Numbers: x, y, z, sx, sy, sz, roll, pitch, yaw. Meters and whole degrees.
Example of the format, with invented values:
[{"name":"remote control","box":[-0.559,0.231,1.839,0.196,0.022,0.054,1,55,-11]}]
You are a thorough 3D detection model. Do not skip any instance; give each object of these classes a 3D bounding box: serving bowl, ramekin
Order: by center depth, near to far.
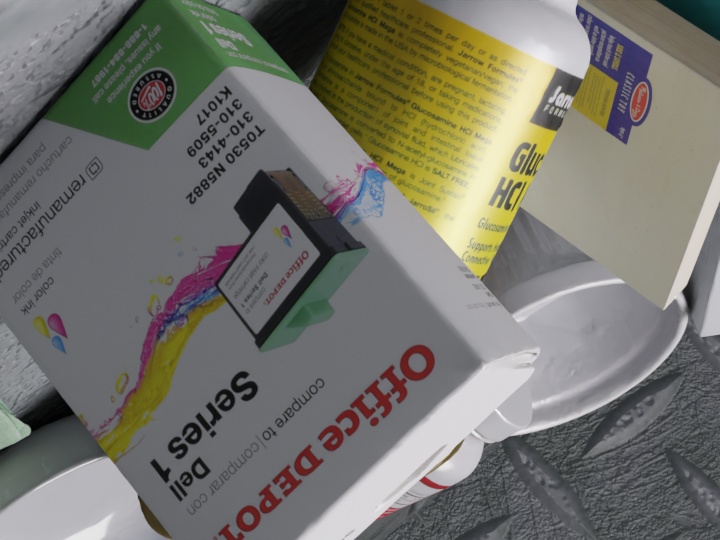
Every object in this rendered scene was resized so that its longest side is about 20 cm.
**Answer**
[{"name":"serving bowl","box":[-0.178,0.151,0.881,0.200,0.066,0.200,-24,146,-18]},{"name":"ramekin","box":[0.132,0.027,1.046,0.199,0.105,0.200,-15,147,-10]}]

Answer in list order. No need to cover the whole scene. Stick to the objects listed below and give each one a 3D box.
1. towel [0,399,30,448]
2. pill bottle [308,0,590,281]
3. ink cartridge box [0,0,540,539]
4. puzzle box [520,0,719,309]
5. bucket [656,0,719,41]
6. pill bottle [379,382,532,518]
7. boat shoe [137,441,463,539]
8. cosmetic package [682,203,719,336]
[{"name":"towel","box":[-0.267,0.125,0.707,0.200,0.023,0.153,-38,165,-10]},{"name":"pill bottle","box":[0.034,-0.077,0.641,0.201,0.112,0.112,-64,160,12]},{"name":"ink cartridge box","box":[-0.049,0.011,0.570,0.145,0.200,0.084,-45,166,14]},{"name":"puzzle box","box":[0.137,-0.072,0.759,0.025,0.133,0.200,-42,158,-22]},{"name":"bucket","box":[0.213,-0.173,0.719,0.134,0.208,0.207,-27,163,-14]},{"name":"pill bottle","box":[0.009,0.106,0.939,0.200,0.113,0.112,-29,171,23]},{"name":"boat shoe","box":[-0.037,0.104,0.829,0.200,0.072,0.066,-16,-172,-17]},{"name":"cosmetic package","box":[0.254,-0.076,0.988,0.051,0.151,0.200,-8,137,-6]}]
